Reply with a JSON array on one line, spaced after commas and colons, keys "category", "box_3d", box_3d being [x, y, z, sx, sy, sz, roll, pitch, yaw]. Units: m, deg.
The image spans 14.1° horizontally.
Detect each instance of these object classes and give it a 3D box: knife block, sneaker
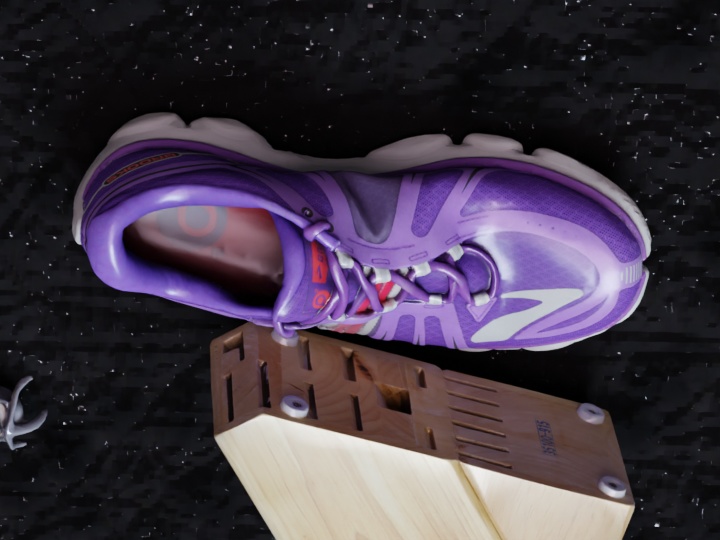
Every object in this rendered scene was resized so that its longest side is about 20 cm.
[{"category": "knife block", "box_3d": [0.021, 0.124, 1.045, 0.200, 0.064, 0.176, 15, 117, -13]}, {"category": "sneaker", "box_3d": [0.000, 0.000, 0.998, 0.199, 0.083, 0.081, 4, 112, -2]}]

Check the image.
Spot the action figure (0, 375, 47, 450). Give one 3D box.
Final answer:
[{"category": "action figure", "box_3d": [-0.198, 0.062, 1.004, 0.200, 0.069, 0.130, -6, 116, -32]}]
